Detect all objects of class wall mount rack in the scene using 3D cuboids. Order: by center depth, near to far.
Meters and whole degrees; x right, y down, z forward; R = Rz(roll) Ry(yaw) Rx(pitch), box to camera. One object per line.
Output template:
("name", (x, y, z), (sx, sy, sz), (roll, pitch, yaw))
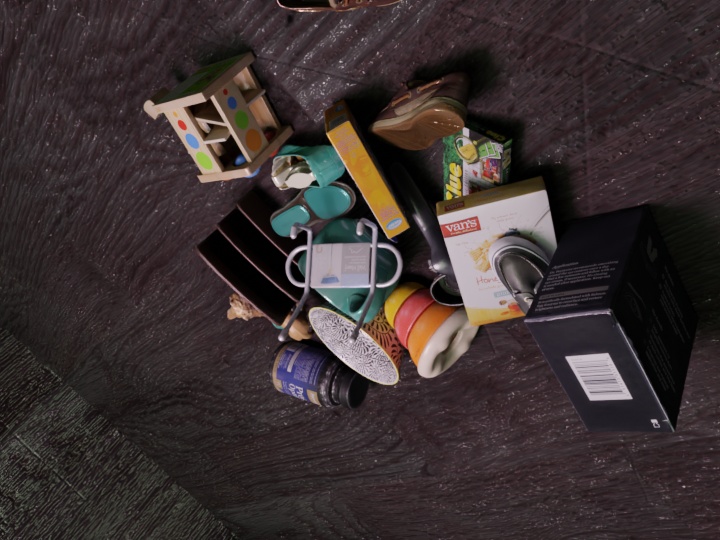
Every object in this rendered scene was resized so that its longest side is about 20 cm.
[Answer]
("wall mount rack", (-0.043, 0.017, 1.008), (0.198, 0.176, 0.074), (-1, 171, 28))

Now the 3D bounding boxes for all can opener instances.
("can opener", (0.101, -0.072, 1.024), (0.201, 0.078, 0.063), (56, -178, 6))

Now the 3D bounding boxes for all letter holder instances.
("letter holder", (-0.171, -0.020, 1.234), (0.200, 0.142, 0.101), (43, 113, -8))

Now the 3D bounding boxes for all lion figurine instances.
("lion figurine", (-0.150, 0.082, 1.301), (0.198, 0.123, 0.073), (25, 103, -13))

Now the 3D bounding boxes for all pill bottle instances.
("pill bottle", (-0.086, 0.222, 1.472), (0.198, 0.112, 0.113), (12, 137, 31))

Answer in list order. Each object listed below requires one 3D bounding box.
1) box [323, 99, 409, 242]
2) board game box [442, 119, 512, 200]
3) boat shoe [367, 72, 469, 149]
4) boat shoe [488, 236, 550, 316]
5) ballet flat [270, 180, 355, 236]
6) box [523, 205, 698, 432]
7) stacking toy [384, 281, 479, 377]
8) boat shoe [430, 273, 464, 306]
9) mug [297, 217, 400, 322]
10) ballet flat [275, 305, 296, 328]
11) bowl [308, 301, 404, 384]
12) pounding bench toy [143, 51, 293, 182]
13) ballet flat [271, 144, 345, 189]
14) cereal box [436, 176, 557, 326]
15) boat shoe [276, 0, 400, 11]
("box", (0.014, -0.137, 1.004), (0.041, 0.119, 0.201), (-30, 115, 10))
("board game box", (0.158, -0.111, 0.964), (0.104, 0.023, 0.202), (36, 149, 37))
("boat shoe", (0.076, -0.209, 0.908), (0.071, 0.073, 0.200), (20, 171, -22))
("boat shoe", (0.240, 0.034, 0.928), (0.068, 0.057, 0.200), (-33, 121, 22))
("ballet flat", (-0.073, -0.112, 1.147), (0.199, 0.064, 0.068), (-21, 112, 43))
("box", (0.323, 0.063, 0.883), (0.117, 0.201, 0.198), (-12, 122, 43))
("stacking toy", (0.090, 0.066, 1.173), (0.200, 0.145, 0.147), (41, 148, 26))
("boat shoe", (0.195, 0.011, 1.049), (0.200, 0.063, 0.074), (-14, 114, 40))
("mug", (0.002, -0.002, 1.117), (0.185, 0.115, 0.152), (44, -167, 26))
("ballet flat", (-0.185, 0.026, 1.384), (0.070, 0.068, 0.201), (-27, 111, 25))
("bowl", (0.011, 0.104, 1.265), (0.200, 0.094, 0.202), (32, 154, 17))
("pounding bench toy", (-0.233, -0.226, 1.105), (0.198, 0.125, 0.157), (0, 130, 40))
("ballet flat", (-0.098, -0.155, 1.074), (0.199, 0.070, 0.068), (7, 129, 57))
("cereal box", (0.195, -0.020, 0.950), (0.142, 0.040, 0.201), (-14, 126, 14))
("boat shoe", (-0.018, -0.342, 0.844), (0.198, 0.072, 0.073), (11, 136, 32))
